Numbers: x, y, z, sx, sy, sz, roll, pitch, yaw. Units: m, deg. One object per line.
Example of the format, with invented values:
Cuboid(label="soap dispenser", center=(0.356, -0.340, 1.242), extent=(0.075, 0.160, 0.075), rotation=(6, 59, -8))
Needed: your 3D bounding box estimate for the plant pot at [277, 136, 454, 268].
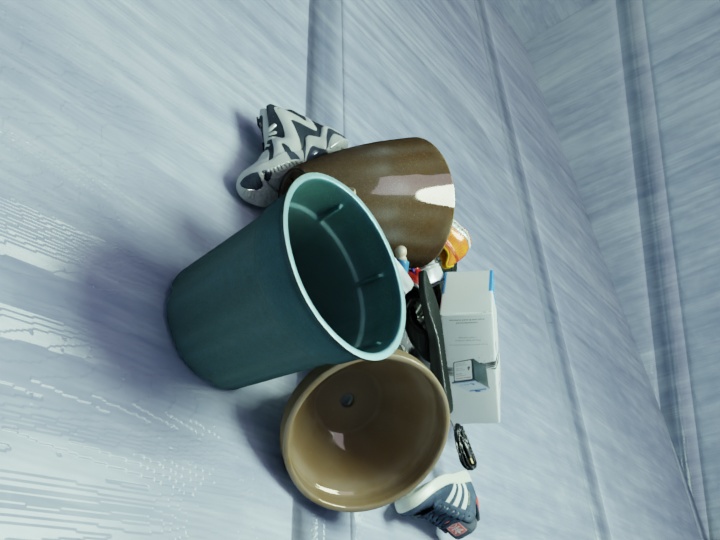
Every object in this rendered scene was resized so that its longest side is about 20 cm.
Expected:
Cuboid(label="plant pot", center=(-0.005, -0.092, 1.094), extent=(0.199, 0.187, 0.188), rotation=(-4, 67, -35))

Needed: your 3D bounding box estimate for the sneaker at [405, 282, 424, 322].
Cuboid(label="sneaker", center=(0.021, 0.019, 1.158), extent=(0.199, 0.074, 0.080), rotation=(22, 28, -21))

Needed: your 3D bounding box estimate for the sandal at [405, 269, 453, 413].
Cuboid(label="sandal", center=(0.087, 0.097, 1.087), extent=(0.075, 0.048, 0.202), rotation=(44, 37, -69))

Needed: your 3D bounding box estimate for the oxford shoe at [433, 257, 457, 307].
Cuboid(label="oxford shoe", center=(0.124, 0.014, 1.389), extent=(0.072, 0.084, 0.202), rotation=(7, 75, -50))

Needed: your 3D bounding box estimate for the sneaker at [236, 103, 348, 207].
Cuboid(label="sneaker", center=(-0.125, -0.170, 1.124), extent=(0.129, 0.080, 0.199), rotation=(37, 53, 24))

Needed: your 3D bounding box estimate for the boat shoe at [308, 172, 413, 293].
Cuboid(label="boat shoe", center=(-0.017, -0.024, 0.940), extent=(0.200, 0.070, 0.071), rotation=(50, -11, -32))

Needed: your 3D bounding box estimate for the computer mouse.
Cuboid(label="computer mouse", center=(0.131, 0.200, 1.180), extent=(0.201, 0.034, 0.059), rotation=(64, 24, -1))

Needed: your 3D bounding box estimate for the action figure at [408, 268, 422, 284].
Cuboid(label="action figure", center=(0.044, -0.018, 1.235), extent=(0.200, 0.065, 0.052), rotation=(52, 9, 19))

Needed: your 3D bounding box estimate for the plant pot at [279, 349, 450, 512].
Cuboid(label="plant pot", center=(-0.003, 0.170, 0.933), extent=(0.201, 0.201, 0.093), rotation=(49, 0, -27))

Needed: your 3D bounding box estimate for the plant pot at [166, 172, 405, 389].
Cuboid(label="plant pot", center=(-0.087, 0.028, 0.848), extent=(0.200, 0.195, 0.202), rotation=(37, 41, -41))

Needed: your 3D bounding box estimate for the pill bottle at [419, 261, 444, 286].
Cuboid(label="pill bottle", center=(0.063, -0.060, 1.318), extent=(0.112, 0.112, 0.201), rotation=(-6, 71, -63))

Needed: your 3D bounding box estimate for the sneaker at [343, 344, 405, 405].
Cuboid(label="sneaker", center=(0.013, 0.145, 1.019), extent=(0.075, 0.115, 0.200), rotation=(51, -6, 47))

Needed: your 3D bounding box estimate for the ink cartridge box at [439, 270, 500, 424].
Cuboid(label="ink cartridge box", center=(0.176, 0.120, 1.265), extent=(0.147, 0.085, 0.202), rotation=(-71, 154, -62))

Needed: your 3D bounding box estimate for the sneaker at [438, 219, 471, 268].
Cuboid(label="sneaker", center=(0.082, -0.082, 1.234), extent=(0.200, 0.077, 0.073), rotation=(42, -8, 2))

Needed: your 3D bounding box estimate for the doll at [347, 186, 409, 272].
Cuboid(label="doll", center=(0.000, 0.000, 1.016), extent=(0.201, 0.136, 0.048), rotation=(61, -12, -23))

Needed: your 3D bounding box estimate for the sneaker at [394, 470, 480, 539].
Cuboid(label="sneaker", center=(0.117, 0.329, 1.095), extent=(0.200, 0.075, 0.085), rotation=(11, 52, -59))

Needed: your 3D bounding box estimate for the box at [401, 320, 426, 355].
Cuboid(label="box", center=(0.070, 0.135, 1.221), extent=(0.159, 0.048, 0.201), rotation=(52, 28, -25))
